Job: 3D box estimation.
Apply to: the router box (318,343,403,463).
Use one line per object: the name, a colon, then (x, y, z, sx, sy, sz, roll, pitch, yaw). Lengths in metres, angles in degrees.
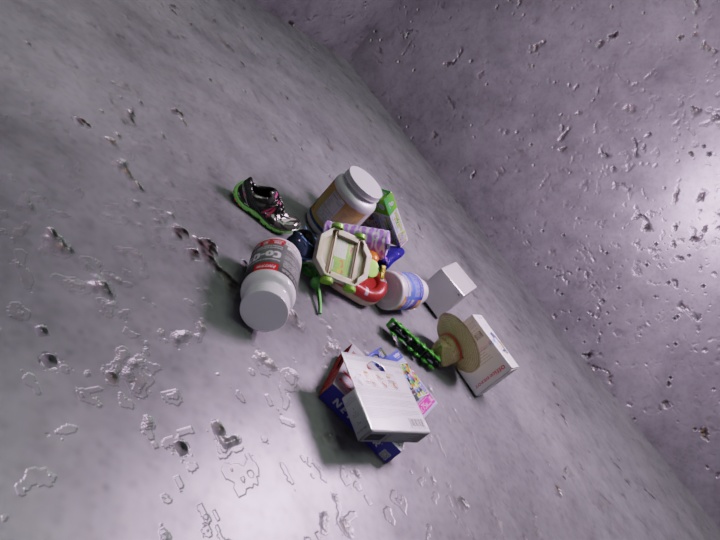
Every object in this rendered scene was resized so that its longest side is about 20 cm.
router box: (0.017, 0.276, 1.220, 0.200, 0.049, 0.180, 46, 22, -4)

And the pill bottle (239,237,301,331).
pill bottle: (-0.184, 0.026, 1.181, 0.114, 0.114, 0.201, 38, 23, -20)

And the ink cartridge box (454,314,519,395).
ink cartridge box: (0.360, 0.257, 1.746, 0.201, 0.145, 0.087, 56, 21, 23)

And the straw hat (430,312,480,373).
straw hat: (0.250, 0.230, 1.652, 0.084, 0.202, 0.202, -25, 67, -23)

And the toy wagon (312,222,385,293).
toy wagon: (-0.026, -0.022, 1.442, 0.199, 0.039, 0.157, 23, 67, -29)

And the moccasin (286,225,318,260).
moccasin: (-0.135, -0.068, 1.435, 0.080, 0.069, 0.200, 26, 7, 2)

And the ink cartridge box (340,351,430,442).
ink cartridge box: (0.040, 0.259, 1.165, 0.199, 0.044, 0.175, 20, 35, -47)

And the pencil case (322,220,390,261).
pencil case: (-0.011, -0.082, 1.580, 0.198, 0.087, 0.084, 11, 15, 8)

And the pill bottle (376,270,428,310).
pill bottle: (0.124, 0.060, 1.688, 0.199, 0.112, 0.113, 6, 46, -58)

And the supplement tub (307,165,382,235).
supplement tub: (-0.046, -0.187, 1.659, 0.144, 0.200, 0.145, 33, 30, -22)

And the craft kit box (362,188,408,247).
craft kit box: (0.042, -0.181, 1.792, 0.196, 0.049, 0.201, 21, -32, 39)

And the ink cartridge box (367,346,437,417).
ink cartridge box: (0.099, 0.269, 1.398, 0.200, 0.042, 0.119, 51, 22, 11)

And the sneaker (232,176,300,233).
sneaker: (-0.227, -0.163, 1.456, 0.199, 0.084, 0.077, 33, 27, -31)

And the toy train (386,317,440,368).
toy train: (0.146, 0.200, 1.573, 0.200, 0.042, 0.056, 42, 5, -24)

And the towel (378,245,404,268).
towel: (0.041, -0.043, 1.738, 0.146, 0.050, 0.200, 12, 16, 16)

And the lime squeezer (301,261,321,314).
lime squeezer: (-0.125, 0.016, 1.407, 0.201, 0.038, 0.070, 56, 24, 17)

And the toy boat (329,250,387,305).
toy boat: (0.000, 0.000, 1.537, 0.199, 0.131, 0.131, 32, 27, -33)

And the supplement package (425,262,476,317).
supplement package: (0.298, 0.062, 1.970, 0.120, 0.121, 0.200, 51, 22, 9)
